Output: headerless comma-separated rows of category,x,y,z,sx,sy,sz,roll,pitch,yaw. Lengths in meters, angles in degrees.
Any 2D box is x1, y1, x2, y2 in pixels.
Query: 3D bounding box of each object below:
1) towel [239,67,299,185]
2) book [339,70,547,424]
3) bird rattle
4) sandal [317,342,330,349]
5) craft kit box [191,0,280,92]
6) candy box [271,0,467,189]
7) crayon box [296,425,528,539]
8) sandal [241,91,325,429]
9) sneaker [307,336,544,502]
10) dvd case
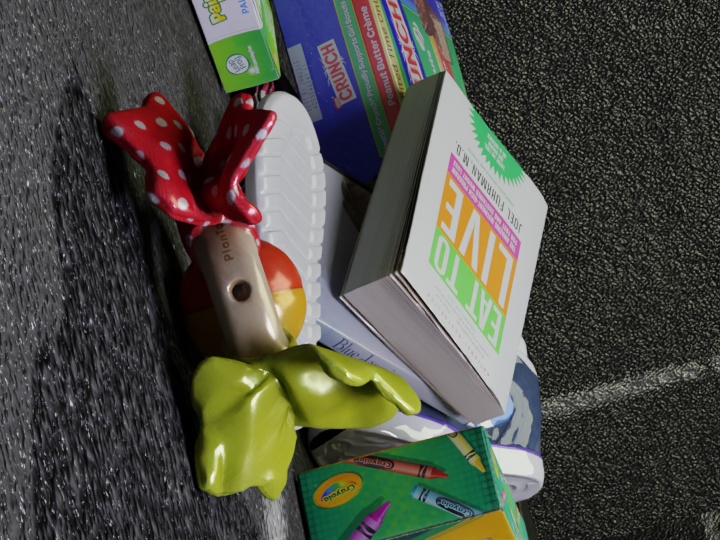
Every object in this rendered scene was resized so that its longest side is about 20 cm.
towel,-0.032,-0.056,1.650,0.144,0.023,0.200,53,18,-26
book,0.061,-0.015,1.578,0.134,0.048,0.201,49,36,-29
bird rattle,-0.065,0.010,1.185,0.201,0.112,0.163,62,-7,3
sandal,-0.023,0.019,1.689,0.201,0.054,0.082,59,15,-8
craft kit box,-0.105,-0.255,1.620,0.201,0.048,0.198,-99,170,-50
candy box,0.018,-0.126,1.728,0.200,0.077,0.170,17,56,-69
crayon box,0.041,0.169,1.533,0.200,0.118,0.059,64,12,-64
sandal,-0.058,-0.008,1.411,0.082,0.050,0.204,35,51,-60
sneaker,0.039,0.070,1.630,0.199,0.080,0.147,16,54,-37
dvd case,0.000,0.000,1.548,0.200,0.018,0.143,31,40,-36
